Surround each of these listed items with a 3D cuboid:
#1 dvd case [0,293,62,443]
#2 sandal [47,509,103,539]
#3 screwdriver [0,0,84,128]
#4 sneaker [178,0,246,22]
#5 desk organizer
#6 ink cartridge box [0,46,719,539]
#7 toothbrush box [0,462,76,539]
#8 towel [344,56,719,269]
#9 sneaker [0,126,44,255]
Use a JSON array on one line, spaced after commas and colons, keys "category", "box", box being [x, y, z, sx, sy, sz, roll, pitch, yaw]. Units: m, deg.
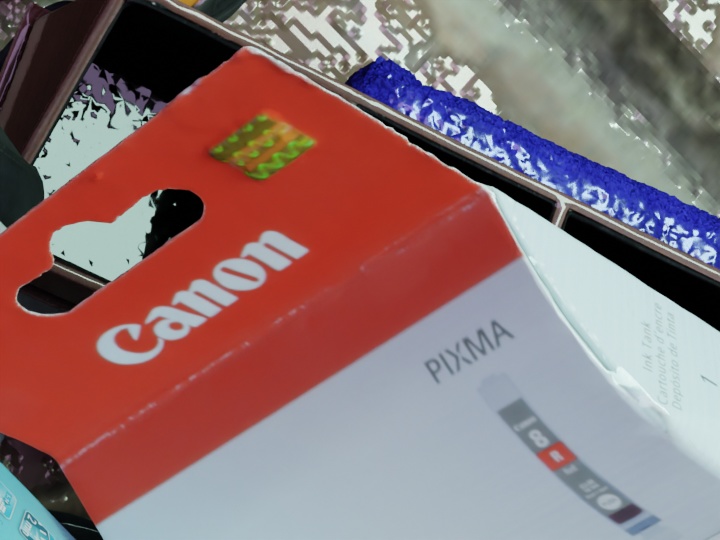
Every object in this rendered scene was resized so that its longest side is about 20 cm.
[{"category": "dvd case", "box": [-0.165, -0.010, 0.741, 0.200, 0.025, 0.151, 37, 79, -36]}, {"category": "sandal", "box": [-0.064, 0.163, 0.797, 0.076, 0.043, 0.202, -15, 95, -16]}, {"category": "screwdriver", "box": [-0.056, -0.096, 0.788, 0.029, 0.028, 0.200, 35, 61, -4]}, {"category": "sneaker", "box": [-0.030, -0.148, 0.762, 0.092, 0.076, 0.200, 33, 40, 7]}, {"category": "desk organizer", "box": [0.000, 0.000, 0.731, 0.199, 0.077, 0.072, 25, 78, -20]}, {"category": "ink cartridge box", "box": [-0.001, 0.046, 0.666, 0.199, 0.162, 0.050, 28, 46, -32]}, {"category": "toothbrush box", "box": [-0.100, 0.132, 0.677, 0.085, 0.147, 0.200, -37, 108, 21]}, {"category": "towel", "box": [0.032, 0.056, 0.806, 0.147, 0.049, 0.201, 22, 79, -28]}, {"category": "sneaker", "box": [-0.127, -0.084, 0.627, 0.200, 0.076, 0.088, 44, 73, -34]}]
